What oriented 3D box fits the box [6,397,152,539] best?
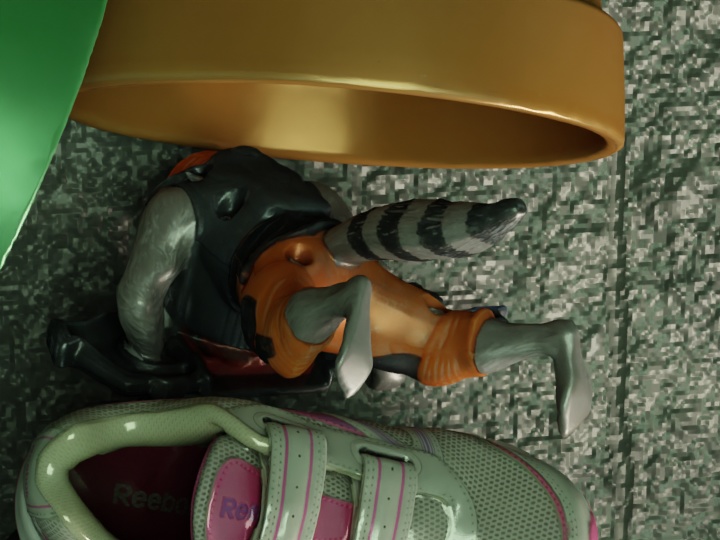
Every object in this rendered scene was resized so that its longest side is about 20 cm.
[{"bbox_3d":[-0.099,0.159,0.889,0.106,0.122,0.200,43,90,-19],"label":"box"}]

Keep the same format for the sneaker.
[{"bbox_3d":[-0.022,0.085,0.769,0.200,0.088,0.082,3,82,5],"label":"sneaker"}]

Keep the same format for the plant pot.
[{"bbox_3d":[-0.003,-0.117,0.819,0.200,0.200,0.140,5,87,-16],"label":"plant pot"}]

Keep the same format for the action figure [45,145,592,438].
[{"bbox_3d":[0.000,0.000,0.851,0.200,0.193,0.105,-4,109,-40],"label":"action figure"}]

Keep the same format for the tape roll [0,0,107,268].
[{"bbox_3d":[-0.143,-0.049,0.783,0.048,0.200,0.201,23,97,-20],"label":"tape roll"}]
